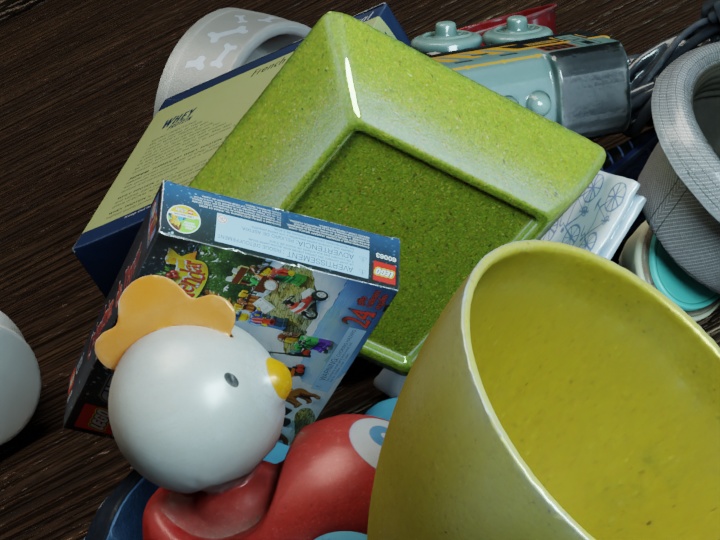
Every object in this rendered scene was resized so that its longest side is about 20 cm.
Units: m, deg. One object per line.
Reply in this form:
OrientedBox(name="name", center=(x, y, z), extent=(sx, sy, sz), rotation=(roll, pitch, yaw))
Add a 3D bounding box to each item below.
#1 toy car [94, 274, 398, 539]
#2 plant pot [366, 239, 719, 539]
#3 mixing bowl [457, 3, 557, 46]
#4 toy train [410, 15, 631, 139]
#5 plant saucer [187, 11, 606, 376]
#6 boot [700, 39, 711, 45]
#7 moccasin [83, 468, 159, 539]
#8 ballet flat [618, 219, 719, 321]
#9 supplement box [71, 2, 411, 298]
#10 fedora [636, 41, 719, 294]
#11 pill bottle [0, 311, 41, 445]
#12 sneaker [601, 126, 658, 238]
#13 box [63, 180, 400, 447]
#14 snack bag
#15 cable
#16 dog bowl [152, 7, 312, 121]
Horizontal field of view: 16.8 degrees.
OrientedBox(name="toy car", center=(-0.060, 0.088, 1.309), extent=(0.177, 0.200, 0.184), rotation=(-18, 20, 21))
OrientedBox(name="plant pot", center=(0.084, 0.108, 1.130), extent=(0.142, 0.200, 0.200), rotation=(-46, 5, 33))
OrientedBox(name="mixing bowl", center=(0.068, -0.124, 1.851), extent=(0.200, 0.109, 0.200), rotation=(-17, 7, 2))
OrientedBox(name="toy train", center=(0.072, -0.109, 1.517), extent=(0.200, 0.085, 0.114), rotation=(-10, 15, -25))
OrientedBox(name="plant saucer", center=(0.010, -0.025, 1.385), extent=(0.200, 0.199, 0.048), rotation=(-49, 31, 30))
OrientedBox(name="boot", center=(0.326, -0.160, 1.701), extent=(0.203, 0.074, 0.154), rotation=(-27, 19, 17))
OrientedBox(name="moccasin", center=(-0.107, 0.118, 1.485), extent=(0.068, 0.081, 0.200), rotation=(-26, 7, 48))
OrientedBox(name="ballet flat", center=(0.196, -0.013, 1.490), extent=(0.069, 0.070, 0.200), rotation=(-13, 18, 33))
OrientedBox(name="supplement box", center=(-0.053, -0.048, 1.654), extent=(0.200, 0.134, 0.200), rotation=(-21, 26, 28))
OrientedBox(name="fedora", center=(0.237, -0.046, 1.421), extent=(0.200, 0.177, 0.090), rotation=(-13, -30, -43))
OrientedBox(name="pill bottle", center=(-0.314, 0.071, 1.839), extent=(0.113, 0.113, 0.200), rotation=(-31, 18, -18))
OrientedBox(name="sneaker", center=(0.165, -0.052, 1.593), extent=(0.200, 0.070, 0.078), rotation=(-25, 17, -32))
OrientedBox(name="box", center=(-0.076, 0.037, 1.373), extent=(0.200, 0.136, 0.038), rotation=(121, 157, -49))
OrientedBox(name="snack bag", center=(0.084, 0.012, 1.470), extent=(0.189, 0.021, 0.200), rotation=(-59, 20, 2))
OrientedBox(name="cable", center=(0.208, -0.128, 1.613), extent=(0.200, 0.051, 0.163), rotation=(-22, 16, 38))
OrientedBox(name="dog bowl", center=(-0.075, -0.104, 1.888), extent=(0.059, 0.200, 0.200), rotation=(2, 31, 36))
